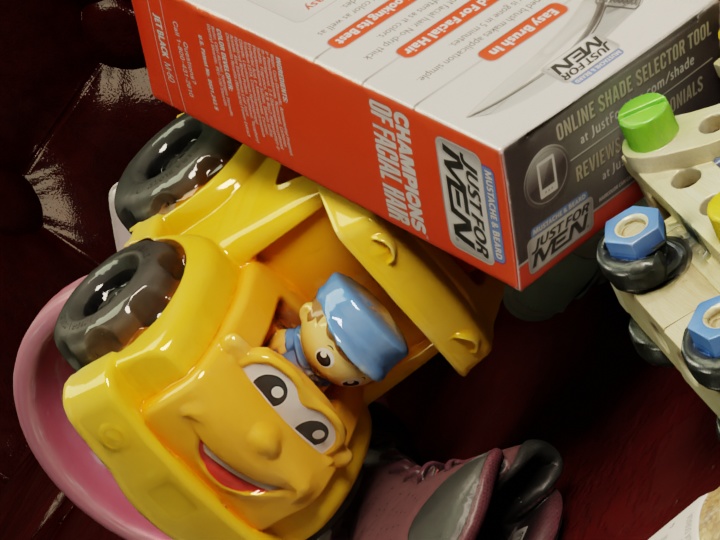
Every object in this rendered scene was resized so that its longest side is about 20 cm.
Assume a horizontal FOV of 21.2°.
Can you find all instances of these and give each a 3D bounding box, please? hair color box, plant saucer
[{"bbox_3d":[0.020,-0.080,0.704,0.111,0.064,0.200,-35,44,-28],"label":"hair color box"},{"bbox_3d":[-0.076,0.069,0.984,0.201,0.200,0.051,-47,13,39],"label":"plant saucer"}]

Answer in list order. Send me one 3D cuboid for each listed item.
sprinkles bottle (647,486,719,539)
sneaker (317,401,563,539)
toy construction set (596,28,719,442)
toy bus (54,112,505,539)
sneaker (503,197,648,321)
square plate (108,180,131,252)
[{"bbox_3d":[0.080,0.109,0.499,0.200,0.068,0.068,-48,12,36],"label":"sprinkles bottle"},{"bbox_3d":[0.037,0.094,0.783,0.116,0.076,0.200,-46,23,21],"label":"sneaker"},{"bbox_3d":[0.142,-0.014,0.583,0.131,0.092,0.200,-30,18,-2],"label":"toy construction set"},{"bbox_3d":[0.000,0.000,0.758,0.192,0.136,0.200,-25,29,31],"label":"toy bus"},{"bbox_3d":[0.109,-0.017,0.804,0.201,0.073,0.119,-109,40,-69],"label":"sneaker"},{"bbox_3d":[-0.037,0.000,1.047,0.198,0.028,0.201,-29,-46,-27],"label":"square plate"}]
